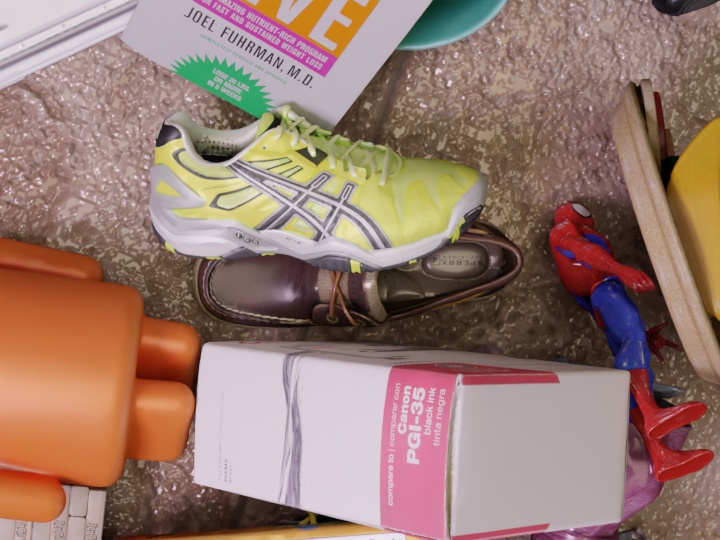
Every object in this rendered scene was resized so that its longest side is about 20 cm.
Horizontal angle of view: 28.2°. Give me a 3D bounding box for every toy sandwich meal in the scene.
[{"bbox_3d":[0.205,-0.019,0.817,0.069,0.205,0.208,-19,97,15],"label":"toy sandwich meal"}]

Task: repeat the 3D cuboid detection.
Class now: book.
[{"bbox_3d":[-0.036,-0.159,0.765,0.132,0.200,0.048,27,53,-12],"label":"book"}]

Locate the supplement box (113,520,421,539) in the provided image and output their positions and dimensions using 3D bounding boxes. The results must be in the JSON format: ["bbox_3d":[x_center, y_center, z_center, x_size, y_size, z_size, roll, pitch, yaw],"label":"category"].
[{"bbox_3d":[-0.044,0.174,0.797,0.197,0.066,0.070,-5,83,16],"label":"supplement box"}]

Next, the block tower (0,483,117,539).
[{"bbox_3d":[-0.240,0.141,0.834,0.197,0.054,0.059,7,94,-9],"label":"block tower"}]

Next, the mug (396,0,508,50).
[{"bbox_3d":[0.024,-0.229,0.784,0.150,0.186,0.115,6,50,12],"label":"mug"}]

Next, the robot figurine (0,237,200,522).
[{"bbox_3d":[-0.191,0.059,0.803,0.197,0.117,0.146,8,93,-8],"label":"robot figurine"}]

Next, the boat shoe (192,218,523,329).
[{"bbox_3d":[0.000,0.000,0.848,0.197,0.072,0.073,-1,94,-8],"label":"boat shoe"}]

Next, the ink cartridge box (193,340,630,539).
[{"bbox_3d":[0.023,0.085,0.773,0.145,0.198,0.084,2,91,-44],"label":"ink cartridge box"}]

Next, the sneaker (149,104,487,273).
[{"bbox_3d":[-0.027,-0.049,0.811,0.197,0.076,0.077,-1,123,6],"label":"sneaker"}]

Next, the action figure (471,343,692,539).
[{"bbox_3d":[0.125,0.157,0.848,0.147,0.134,0.203,14,90,-8],"label":"action figure"}]

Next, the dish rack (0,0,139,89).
[{"bbox_3d":[-0.190,-0.210,0.821,0.198,0.044,0.173,-26,97,-6],"label":"dish rack"}]

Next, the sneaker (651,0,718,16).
[{"bbox_3d":[0.167,-0.240,0.855,0.097,0.071,0.202,-36,100,-6],"label":"sneaker"}]

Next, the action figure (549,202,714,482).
[{"bbox_3d":[0.150,0.026,0.825,0.051,0.201,0.066,-25,133,3],"label":"action figure"}]

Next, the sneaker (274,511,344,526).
[{"bbox_3d":[-0.008,0.174,0.848,0.199,0.074,0.085,-34,92,9],"label":"sneaker"}]
